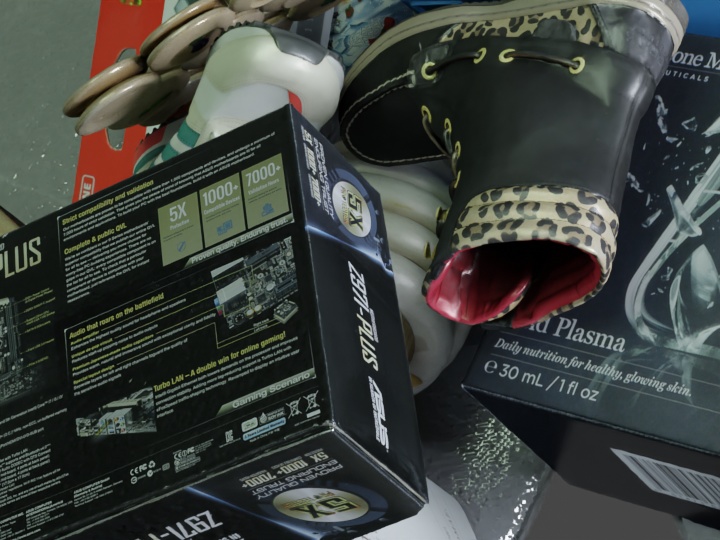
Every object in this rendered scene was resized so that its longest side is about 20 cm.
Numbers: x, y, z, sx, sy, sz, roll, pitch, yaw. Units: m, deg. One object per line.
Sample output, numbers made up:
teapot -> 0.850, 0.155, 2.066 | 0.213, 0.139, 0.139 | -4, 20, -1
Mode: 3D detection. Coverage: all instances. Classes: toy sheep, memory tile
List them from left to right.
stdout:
memory tile -> -0.049, -0.129, 1.304 | 0.200, 0.153, 0.017 | -35, 84, 13
toy sheep -> 0.000, 0.000, 1.331 | 0.137, 0.138, 0.201 | -21, 37, 23

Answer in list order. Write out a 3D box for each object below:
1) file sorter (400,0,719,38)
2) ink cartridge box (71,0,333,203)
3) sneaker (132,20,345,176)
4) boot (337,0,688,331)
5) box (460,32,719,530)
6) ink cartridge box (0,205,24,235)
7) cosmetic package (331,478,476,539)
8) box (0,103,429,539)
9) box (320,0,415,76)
file sorter -> 0.144, -0.167, 1.287 | 0.199, 0.139, 0.124 | 2, 77, 27
ink cartridge box -> -0.102, -0.089, 1.452 | 0.173, 0.043, 0.201 | 13, 97, 36
sneaker -> -0.067, -0.044, 1.285 | 0.200, 0.070, 0.094 | -40, 35, 57
boot -> 0.054, -0.047, 1.204 | 0.199, 0.073, 0.151 | -14, 49, 38
box -> 0.185, 0.011, 1.201 | 0.199, 0.124, 0.197 | 13, 70, 38
ink cartridge box -> -0.224, 0.076, 1.473 | 0.200, 0.075, 0.165 | -52, 47, 1
cosmetic package -> -0.034, 0.176, 1.202 | 0.165, 0.200, 0.165 | -38, 50, 10
box -> -0.085, 0.050, 1.117 | 0.199, 0.086, 0.165 | -24, 53, 19
box -> -0.019, -0.163, 1.444 | 0.199, 0.040, 0.138 | -23, 73, 35
